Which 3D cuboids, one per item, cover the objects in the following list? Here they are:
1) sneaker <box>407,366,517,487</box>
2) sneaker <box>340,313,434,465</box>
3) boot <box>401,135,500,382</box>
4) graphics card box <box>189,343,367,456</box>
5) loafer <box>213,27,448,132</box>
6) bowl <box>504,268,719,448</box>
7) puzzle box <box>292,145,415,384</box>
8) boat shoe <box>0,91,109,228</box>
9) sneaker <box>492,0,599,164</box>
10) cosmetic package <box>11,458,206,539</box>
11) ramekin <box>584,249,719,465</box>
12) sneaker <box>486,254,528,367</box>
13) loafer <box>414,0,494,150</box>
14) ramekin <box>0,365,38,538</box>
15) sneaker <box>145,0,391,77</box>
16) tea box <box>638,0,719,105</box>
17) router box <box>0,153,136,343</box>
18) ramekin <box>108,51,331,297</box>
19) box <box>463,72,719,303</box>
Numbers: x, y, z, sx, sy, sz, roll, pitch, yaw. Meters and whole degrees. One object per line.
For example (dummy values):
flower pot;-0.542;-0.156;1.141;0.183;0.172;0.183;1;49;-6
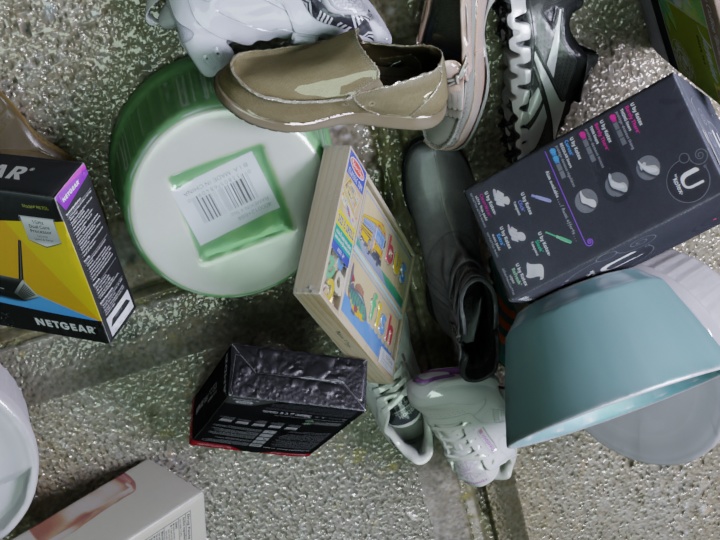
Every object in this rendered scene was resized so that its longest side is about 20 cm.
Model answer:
sneaker;0.106;0.148;1.199;0.074;0.101;0.199;-6;160;30
sneaker;0.025;0.092;1.208;0.076;0.081;0.201;-25;117;4
boot;0.091;-0.013;1.134;0.069;0.132;0.202;-16;113;-3
graphics card box;-0.079;0.122;1.153;0.124;0.052;0.200;8;160;-14
loafer;-0.019;-0.156;1.009;0.197;0.077;0.068;-3;136;-23
bowl;0.200;0.068;1.067;0.198;0.201;0.106;-19;78;-1
puzzle box;0.000;0.000;1.087;0.025;0.135;0.200;2;156;21
boat shoe;-0.291;-0.078;1.074;0.063;0.074;0.201;-5;136;44
sneaker;0.167;-0.161;1.116;0.089;0.067;0.203;-8;116;-2
cosmetic package;-0.244;0.274;1.180;0.199;0.087;0.105;-27;129;-44
ramekin;0.275;0.072;1.192;0.094;0.201;0.205;-30;127;-41
sneaker;0.147;0.042;1.181;0.071;0.079;0.202;-31;107;-44
loafer;0.072;-0.196;1.069;0.063;0.071;0.203;-20;126;-49
ramekin;-0.388;0.154;1.139;0.199;0.094;0.205;-5;116;-9
sneaker;-0.077;-0.207;1.044;0.198;0.075;0.115;27;116;-26
tea box;0.346;-0.247;1.036;0.198;0.197;0.135;-24;119;2
router box;-0.295;-0.023;1.034;0.197;0.051;0.151;7;132;23
ramekin;-0.115;-0.075;1.084;0.197;0.098;0.203;-5;117;-9
box;0.206;-0.060;1.046;0.199;0.107;0.122;-29;165;25
